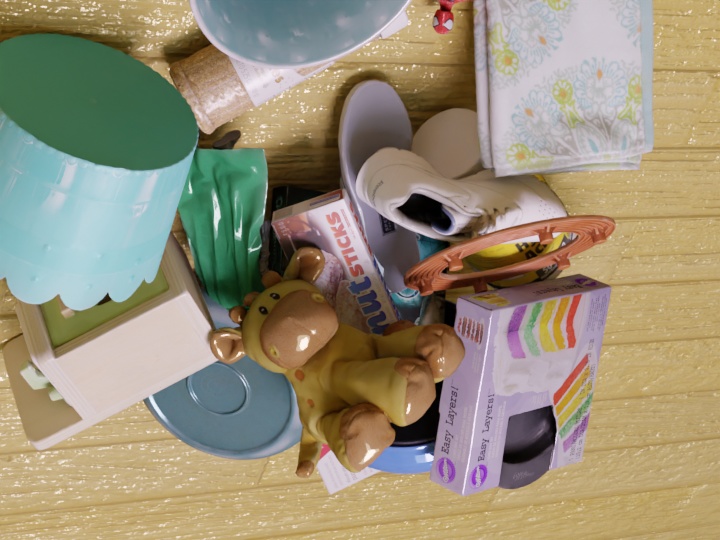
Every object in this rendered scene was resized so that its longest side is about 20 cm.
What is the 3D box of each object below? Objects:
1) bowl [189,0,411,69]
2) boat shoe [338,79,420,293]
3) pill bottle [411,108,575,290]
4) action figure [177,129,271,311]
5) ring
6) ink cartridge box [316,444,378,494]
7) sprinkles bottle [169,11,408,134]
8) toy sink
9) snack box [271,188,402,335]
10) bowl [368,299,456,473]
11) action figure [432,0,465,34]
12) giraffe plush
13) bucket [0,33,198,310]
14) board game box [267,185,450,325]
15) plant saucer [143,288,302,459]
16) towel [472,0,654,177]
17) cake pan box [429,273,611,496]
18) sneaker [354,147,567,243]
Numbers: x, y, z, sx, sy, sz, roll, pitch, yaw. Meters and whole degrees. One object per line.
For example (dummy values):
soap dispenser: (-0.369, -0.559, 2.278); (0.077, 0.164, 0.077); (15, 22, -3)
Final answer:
bowl: (-0.052, -0.266, 1.274); (0.200, 0.105, 0.201); (-15, 139, -14)
boat shoe: (0.008, -0.079, 1.522); (0.073, 0.065, 0.201); (-9, 107, -20)
pill bottle: (0.124, -0.068, 1.583); (0.111, 0.112, 0.200); (-34, 140, 9)
action figure: (-0.119, -0.032, 1.482); (0.118, 0.055, 0.201); (8, 126, 25)
ring: (0.136, -0.009, 1.489); (0.199, 0.019, 0.200); (-13, 167, -3)
ink cartridge box: (0.027, 0.136, 1.770); (0.199, 0.083, 0.147); (-25, 140, -3)
sprinkles bottle: (-0.060, -0.190, 1.381); (0.199, 0.068, 0.068); (-29, 141, 2)
toy sink: (-0.245, 0.046, 1.485); (0.199, 0.131, 0.112); (-27, 141, 0)
snack box: (-0.011, 0.023, 1.506); (0.072, 0.024, 0.201); (-18, 118, 11)
bowl: (0.048, 0.109, 1.660); (0.200, 0.201, 0.039); (-21, 143, -8)
action figure: (0.077, -0.280, 1.370); (0.065, 0.052, 0.200); (9, 138, 6)
giraffe plush: (-0.033, 0.071, 1.452); (0.173, 0.162, 0.200); (-49, -166, -34)
bucket: (-0.232, -0.084, 1.301); (0.206, 0.208, 0.135); (5, 129, -33)
board game box: (0.000, 0.000, 1.583); (0.199, 0.136, 0.028); (8, 171, -36)
plant saucer: (-0.135, 0.109, 1.600); (0.199, 0.027, 0.201); (8, 123, 12)
towel: (0.183, -0.185, 1.466); (0.170, 0.048, 0.201); (-6, 97, -27)
cake pan box: (0.156, 0.112, 1.594); (0.184, 0.052, 0.201); (-6, 112, -42)
sneaker: (0.095, -0.050, 1.455); (0.199, 0.087, 0.075); (7, 117, -19)
